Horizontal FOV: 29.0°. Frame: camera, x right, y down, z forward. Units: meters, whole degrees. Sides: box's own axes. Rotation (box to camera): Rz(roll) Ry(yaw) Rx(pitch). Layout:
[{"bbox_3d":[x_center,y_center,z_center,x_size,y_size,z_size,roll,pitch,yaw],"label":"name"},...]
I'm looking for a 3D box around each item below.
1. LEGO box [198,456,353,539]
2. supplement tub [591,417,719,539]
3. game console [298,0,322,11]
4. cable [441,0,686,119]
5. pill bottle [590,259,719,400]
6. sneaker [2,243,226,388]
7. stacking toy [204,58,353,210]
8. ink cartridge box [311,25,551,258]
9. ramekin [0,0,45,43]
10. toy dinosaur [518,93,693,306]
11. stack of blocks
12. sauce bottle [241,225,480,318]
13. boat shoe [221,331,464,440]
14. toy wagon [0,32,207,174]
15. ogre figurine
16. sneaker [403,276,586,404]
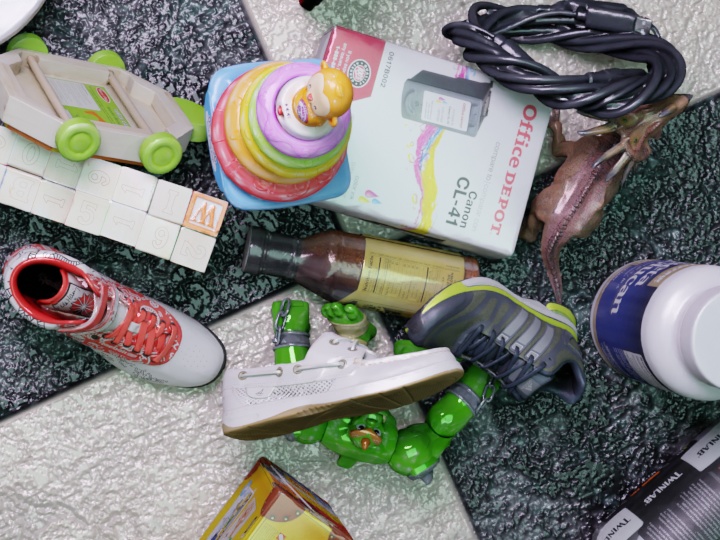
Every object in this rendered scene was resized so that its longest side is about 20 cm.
[{"bbox_3d":[-0.104,0.264,1.135,0.077,0.149,0.200,38,87,-10],"label":"LEGO box"},{"bbox_3d":[0.289,0.232,1.216,0.200,0.123,0.123,-40,98,-6],"label":"supplement tub"},{"bbox_3d":[0.050,-0.264,1.112,0.119,0.200,0.173,33,87,-9],"label":"game console"},{"bbox_3d":[0.165,-0.176,1.158,0.200,0.163,0.051,8,127,0],"label":"cable"},{"bbox_3d":[0.275,0.048,1.165,0.111,0.200,0.111,0,92,-10],"label":"pill bottle"},{"bbox_3d":[-0.199,0.044,1.129,0.201,0.108,0.067,30,87,-10],"label":"sneaker"},{"bbox_3d":[-0.044,-0.112,1.014,0.110,0.200,0.116,-8,89,-16],"label":"stacking toy"},{"bbox_3d":[0.046,-0.106,1.177,0.200,0.086,0.148,15,89,-8],"label":"ink cartridge box"},{"bbox_3d":[-0.333,-0.262,1.099,0.202,0.094,0.203,0,93,-9],"label":"ramekin"},{"bbox_3d":[0.189,-0.071,1.178,0.086,0.136,0.200,23,89,-10],"label":"toy dinosaur"},{"bbox_3d":[-0.213,-0.060,1.119,0.200,0.115,0.059,19,89,-10],"label":"stack of blocks"},{"bbox_3d":[0.000,0.000,1.186,0.200,0.066,0.066,12,91,-8],"label":"sauce bottle"},{"bbox_3d":[-0.020,0.080,1.101,0.200,0.071,0.069,-14,71,11],"label":"boat shoe"},{"bbox_3d":[-0.192,-0.126,1.103,0.200,0.155,0.040,8,120,-35],"label":"toy wagon"},{"bbox_3d":[0.011,0.106,1.180,0.200,0.098,0.120,25,70,-25],"label":"ogre figurine"},{"bbox_3d":[0.121,0.062,1.156,0.200,0.081,0.074,11,133,-38],"label":"sneaker"}]
